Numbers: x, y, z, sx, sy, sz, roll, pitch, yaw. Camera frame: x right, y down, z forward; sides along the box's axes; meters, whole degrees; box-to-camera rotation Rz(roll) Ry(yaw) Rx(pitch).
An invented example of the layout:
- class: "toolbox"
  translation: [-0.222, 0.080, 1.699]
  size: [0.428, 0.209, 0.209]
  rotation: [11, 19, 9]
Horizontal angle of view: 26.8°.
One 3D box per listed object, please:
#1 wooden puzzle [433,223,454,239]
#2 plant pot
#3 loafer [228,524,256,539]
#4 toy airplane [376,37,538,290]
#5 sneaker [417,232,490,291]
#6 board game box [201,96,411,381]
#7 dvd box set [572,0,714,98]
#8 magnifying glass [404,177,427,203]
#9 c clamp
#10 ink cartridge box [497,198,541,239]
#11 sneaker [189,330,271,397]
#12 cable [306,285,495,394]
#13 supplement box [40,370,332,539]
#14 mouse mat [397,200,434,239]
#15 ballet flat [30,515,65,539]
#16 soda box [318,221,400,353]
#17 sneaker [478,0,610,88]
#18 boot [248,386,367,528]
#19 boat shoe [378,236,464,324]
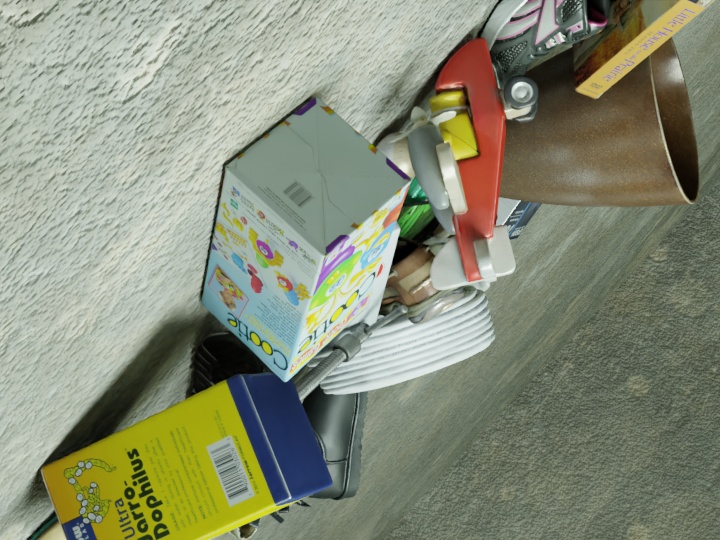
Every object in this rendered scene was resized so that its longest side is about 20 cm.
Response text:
- class: "wooden puzzle"
  translation: [0.161, -0.115, 1.700]
  size: [0.186, 0.046, 0.200]
  rotation: [-53, 164, 15]
- class: "plant pot"
  translation: [0.215, -0.140, 1.498]
  size: [0.198, 0.189, 0.187]
  rotation: [-11, -179, 23]
- class: "loafer"
  translation: [-0.123, 0.243, 1.744]
  size: [0.076, 0.068, 0.201]
  rotation: [-38, 162, -37]
- class: "toy airplane"
  translation: [0.079, -0.081, 1.352]
  size: [0.200, 0.139, 0.202]
  rotation: [-75, 170, -48]
- class: "sneaker"
  translation: [0.091, 0.011, 1.704]
  size: [0.070, 0.094, 0.199]
  rotation: [-38, 175, 29]
- class: "board game box"
  translation: [-0.047, -0.020, 1.197]
  size: [0.103, 0.105, 0.201]
  rotation: [-41, 165, -30]
- class: "dvd box set"
  translation: [0.255, -0.264, 1.346]
  size: [0.200, 0.029, 0.148]
  rotation: [-39, -138, 53]
- class: "magnifying glass"
  translation: [0.063, -0.084, 1.542]
  size: [0.080, 0.022, 0.200]
  rotation: [-53, 167, 19]
- class: "c clamp"
  translation: [-0.060, 0.112, 1.404]
  size: [0.200, 0.027, 0.171]
  rotation: [-42, -179, -34]
- class: "ink cartridge box"
  translation: [0.176, -0.088, 1.651]
  size: [0.201, 0.039, 0.099]
  rotation: [-54, 164, 20]
- class: "sneaker"
  translation: [-0.094, 0.077, 1.394]
  size: [0.115, 0.076, 0.200]
  rotation: [-41, 174, -27]
- class: "cable"
  translation: [0.040, 0.074, 1.561]
  size: [0.198, 0.070, 0.200]
  rotation: [-17, -178, 23]
- class: "supplement box"
  translation: [-0.143, 0.171, 1.256]
  size: [0.198, 0.110, 0.109]
  rotation: [-26, 171, 15]
- class: "mouse mat"
  translation: [0.000, 0.000, 1.563]
  size: [0.200, 0.008, 0.161]
  rotation: [-48, 167, 19]
- class: "ballet flat"
  translation: [-0.221, 0.222, 1.397]
  size: [0.200, 0.063, 0.069]
  rotation: [-39, 163, -35]
- class: "soda box"
  translation: [-0.017, -0.003, 1.390]
  size: [0.068, 0.064, 0.200]
  rotation: [-24, 159, -18]
- class: "sneaker"
  translation: [0.176, -0.230, 1.361]
  size: [0.080, 0.086, 0.201]
  rotation: [-33, 160, -43]
- class: "boot"
  translation: [-0.076, 0.171, 1.645]
  size: [0.161, 0.073, 0.201]
  rotation: [-1, 94, -38]
- class: "boat shoe"
  translation: [0.040, -0.001, 1.467]
  size: [0.075, 0.072, 0.200]
  rotation: [-38, -167, -13]
